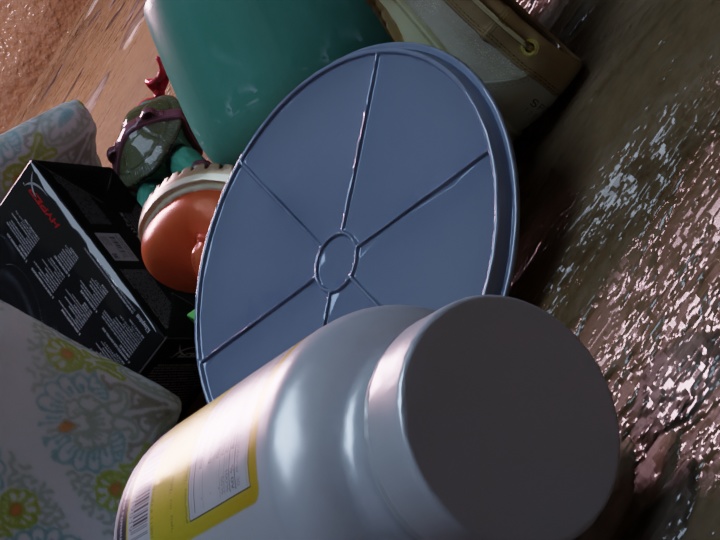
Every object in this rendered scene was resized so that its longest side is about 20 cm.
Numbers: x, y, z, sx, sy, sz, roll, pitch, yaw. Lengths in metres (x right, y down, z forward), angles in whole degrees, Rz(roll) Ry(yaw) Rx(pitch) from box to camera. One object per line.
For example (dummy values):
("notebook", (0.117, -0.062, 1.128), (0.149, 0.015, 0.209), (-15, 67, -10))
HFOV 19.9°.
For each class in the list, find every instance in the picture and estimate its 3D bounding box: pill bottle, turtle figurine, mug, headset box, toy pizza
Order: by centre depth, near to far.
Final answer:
("pill bottle", (0.000, 0.078, 0.699), (0.200, 0.112, 0.113), (-34, 29, 55))
("toy pizza", (0.000, 0.000, 0.885), (0.199, 0.032, 0.202), (-20, 61, 43))
("mug", (-0.015, -0.112, 1.025), (0.151, 0.115, 0.185), (-21, -5, -21))
("headset box", (-0.185, 0.059, 1.219), (0.149, 0.077, 0.200), (49, 116, 26))
("turtle figurine", (-0.121, -0.065, 1.367), (0.150, 0.100, 0.200), (-56, 23, 23))

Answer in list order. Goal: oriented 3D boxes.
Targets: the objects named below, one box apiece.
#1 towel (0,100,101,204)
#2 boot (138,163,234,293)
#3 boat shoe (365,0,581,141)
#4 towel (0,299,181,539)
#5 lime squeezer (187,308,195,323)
("towel", (-0.241, 0.005, 1.376), (0.171, 0.048, 0.201), (-36, -42, -34))
("boot", (-0.053, 0.007, 1.003), (0.199, 0.075, 0.108), (-3, 64, 49))
("boat shoe", (0.025, -0.150, 0.921), (0.066, 0.201, 0.074), (-36, 2, 14))
("towel", (-0.199, 0.109, 1.053), (0.048, 0.170, 0.201), (-40, 24, 51))
("lime squeezer", (-0.064, 0.053, 1.046), (0.070, 0.038, 0.200), (-21, 29, 9))
